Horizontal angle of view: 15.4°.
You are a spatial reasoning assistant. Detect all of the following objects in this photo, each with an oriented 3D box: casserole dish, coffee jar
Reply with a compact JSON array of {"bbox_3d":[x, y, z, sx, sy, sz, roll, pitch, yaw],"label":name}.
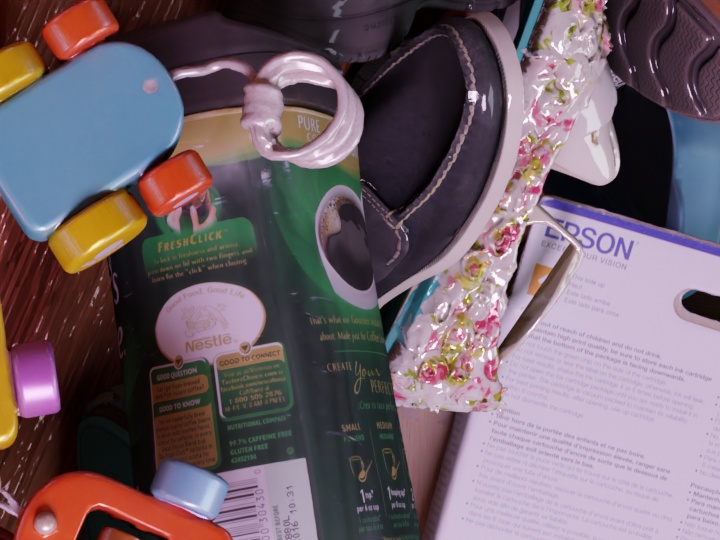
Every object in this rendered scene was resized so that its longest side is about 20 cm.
[{"bbox_3d":[0.127,-0.063,1.259,0.039,0.200,0.122,-6,121,-17],"label":"casserole dish"},{"bbox_3d":[-0.038,0.017,0.898,0.104,0.085,0.201,15,65,-70],"label":"coffee jar"}]

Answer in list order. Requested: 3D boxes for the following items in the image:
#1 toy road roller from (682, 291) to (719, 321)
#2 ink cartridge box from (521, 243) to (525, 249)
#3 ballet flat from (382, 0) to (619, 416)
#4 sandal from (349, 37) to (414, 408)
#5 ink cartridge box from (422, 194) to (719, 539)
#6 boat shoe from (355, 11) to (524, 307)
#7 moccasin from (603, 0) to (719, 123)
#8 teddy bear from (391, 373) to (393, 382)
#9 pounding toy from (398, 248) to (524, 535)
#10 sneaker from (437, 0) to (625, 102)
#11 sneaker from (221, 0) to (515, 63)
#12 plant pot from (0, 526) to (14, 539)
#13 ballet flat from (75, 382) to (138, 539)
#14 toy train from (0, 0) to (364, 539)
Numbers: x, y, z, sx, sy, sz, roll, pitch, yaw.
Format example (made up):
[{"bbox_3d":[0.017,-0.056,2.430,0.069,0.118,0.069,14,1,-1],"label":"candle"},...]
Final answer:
[{"bbox_3d":[0.159,0.066,1.236,0.146,0.122,0.201,35,66,-52],"label":"toy road roller"},{"bbox_3d":[0.079,0.090,1.503,0.146,0.048,0.201,-48,152,-46],"label":"ink cartridge box"},{"bbox_3d":[0.065,-0.032,1.058,0.076,0.064,0.201,-83,-165,-75],"label":"ballet flat"},{"bbox_3d":[0.001,0.000,1.133,0.057,0.079,0.202,87,28,-81],"label":"sandal"},{"bbox_3d":[0.134,0.087,1.126,0.041,0.198,0.201,-145,-108,-80],"label":"ink cartridge box"},{"bbox_3d":[-0.006,-0.025,0.992,0.067,0.072,0.200,-5,153,-37],"label":"boat shoe"},{"bbox_3d":[0.120,-0.126,1.087,0.077,0.201,0.074,-12,122,-18],"label":"moccasin"},{"bbox_3d":[-0.023,0.110,1.036,0.200,0.066,0.146,81,20,-58],"label":"teddy bear"},{"bbox_3d":[0.032,0.090,1.275,0.200,0.141,0.185,-43,137,-55],"label":"pounding toy"},{"bbox_3d":[0.069,-0.084,1.181,0.201,0.098,0.071,-64,164,-5],"label":"sneaker"},{"bbox_3d":[0.019,-0.142,1.016,0.200,0.076,0.091,-38,141,-59],"label":"sneaker"},{"bbox_3d":[-0.120,0.190,0.854,0.201,0.182,0.201,-54,156,-37],"label":"plant pot"},{"bbox_3d":[-0.078,0.123,1.053,0.074,0.074,0.201,-45,154,-48],"label":"ballet flat"},{"bbox_3d":[-0.079,0.020,0.823,0.056,0.149,0.201,132,-24,-79],"label":"toy train"}]
